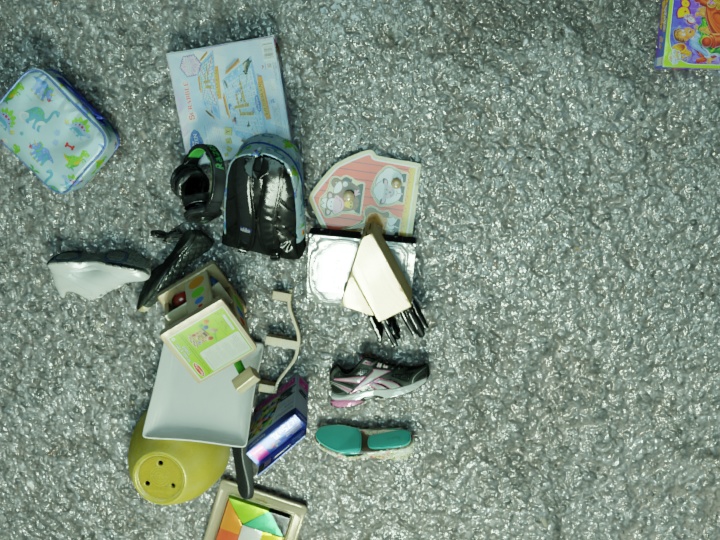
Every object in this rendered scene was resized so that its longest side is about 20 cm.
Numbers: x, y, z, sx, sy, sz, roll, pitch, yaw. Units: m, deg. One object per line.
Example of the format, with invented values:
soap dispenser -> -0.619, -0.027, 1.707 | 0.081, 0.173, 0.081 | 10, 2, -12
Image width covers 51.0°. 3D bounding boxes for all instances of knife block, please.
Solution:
knife block -> 0.060, 0.034, 1.340 | 0.173, 0.064, 0.202 | 17, 114, -4

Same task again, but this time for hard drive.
hard drive -> 0.000, 0.000, 1.385 | 0.197, 0.038, 0.142 | 6, 114, 1

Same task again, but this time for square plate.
square plate -> -0.290, 0.225, 1.413 | 0.195, 0.029, 0.203 | 4, 63, 5

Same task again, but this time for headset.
headset -> -0.300, -0.129, 1.320 | 0.124, 0.093, 0.201 | 59, 133, 31

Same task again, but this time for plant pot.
plant pot -> -0.359, 0.364, 1.436 | 0.197, 0.142, 0.203 | 1, 102, 2

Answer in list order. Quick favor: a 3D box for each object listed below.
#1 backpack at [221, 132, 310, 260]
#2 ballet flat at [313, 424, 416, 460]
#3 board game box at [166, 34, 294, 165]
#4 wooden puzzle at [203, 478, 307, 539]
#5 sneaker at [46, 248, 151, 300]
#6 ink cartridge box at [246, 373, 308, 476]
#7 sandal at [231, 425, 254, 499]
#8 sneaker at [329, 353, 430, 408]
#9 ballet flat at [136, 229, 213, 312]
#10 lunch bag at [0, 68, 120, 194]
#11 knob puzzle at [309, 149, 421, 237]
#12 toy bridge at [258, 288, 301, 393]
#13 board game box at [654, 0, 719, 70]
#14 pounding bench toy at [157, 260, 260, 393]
backpack -> -0.166, -0.138, 1.321 | 0.161, 0.155, 0.201 | 10, 141, 11
ballet flat -> 0.009, 0.340, 1.453 | 0.197, 0.076, 0.064 | 2, 135, 8
board game box -> -0.230, -0.301, 1.351 | 0.196, 0.041, 0.203 | -7, 101, 4
wooden puzzle -> -0.219, 0.534, 1.515 | 0.183, 0.037, 0.203 | 18, 102, -1
sneaker -> -0.486, 0.010, 1.420 | 0.197, 0.075, 0.088 | 1, 113, 10
ink cartridge box -> -0.150, 0.276, 1.377 | 0.119, 0.200, 0.042 | -39, 108, 9
sandal -> -0.221, 0.341, 1.466 | 0.045, 0.075, 0.203 | -9, 99, -30
sneaker -> 0.032, 0.196, 1.418 | 0.197, 0.080, 0.088 | -13, 90, 0
ballet flat -> -0.351, 0.007, 1.410 | 0.057, 0.067, 0.200 | 33, 108, -36
lunch bag -> -0.545, -0.252, 1.358 | 0.200, 0.083, 0.161 | 44, 101, -6
knob puzzle -> 0.003, -0.120, 1.379 | 0.216, 0.030, 0.223 | 1, 102, 3
toy bridge -> -0.147, 0.134, 1.431 | 0.066, 0.027, 0.203 | 10, 97, 0
board game box -> 0.581, -0.445, 1.277 | 0.132, 0.045, 0.203 | 2, 101, 3
pounding bench toy -> -0.264, 0.114, 1.382 | 0.123, 0.156, 0.201 | -30, 123, 1
